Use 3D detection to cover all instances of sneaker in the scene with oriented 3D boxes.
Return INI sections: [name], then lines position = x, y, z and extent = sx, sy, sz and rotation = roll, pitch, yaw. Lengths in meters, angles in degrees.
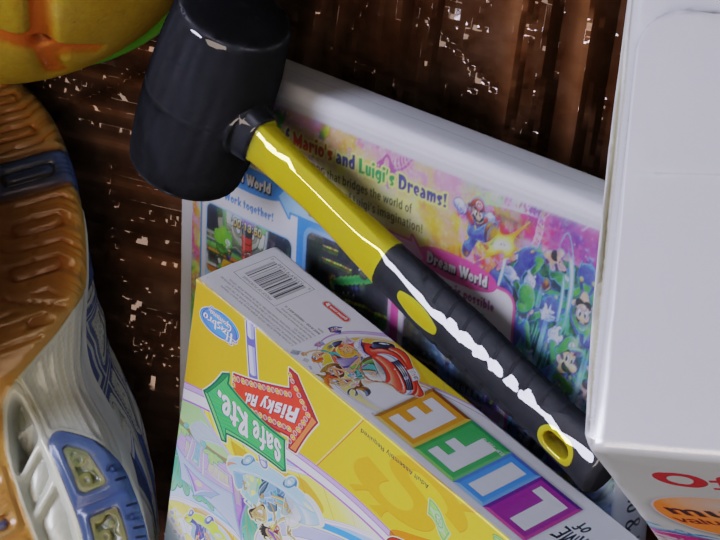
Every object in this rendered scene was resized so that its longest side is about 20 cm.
[sneaker]
position = -0.117, 0.034, 0.851
extent = 0.075, 0.088, 0.201
rotation = -12, 83, 3

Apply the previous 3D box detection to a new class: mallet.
[mallet]
position = 0.000, 0.000, 0.742
extent = 0.200, 0.041, 0.066
rotation = 50, 135, 20

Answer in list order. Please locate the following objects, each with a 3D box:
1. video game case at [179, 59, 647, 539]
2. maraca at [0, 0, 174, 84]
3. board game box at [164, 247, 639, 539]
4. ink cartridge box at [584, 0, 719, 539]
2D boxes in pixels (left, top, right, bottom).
[video game case]
position = 0.012, 0.037, 0.785
extent = 0.200, 0.024, 0.183
rotation = 25, 121, 42
[maraca]
position = -0.137, -0.115, 0.778
extent = 0.199, 0.107, 0.137
rotation = -8, 126, 27
[board game box]
position = 0.017, 0.102, 0.750
extent = 0.200, 0.034, 0.135
rotation = 38, 134, 34
[ink cartridge box]
position = 0.153, 0.009, 0.656
extent = 0.145, 0.200, 0.145
rotation = 2, 71, 19
